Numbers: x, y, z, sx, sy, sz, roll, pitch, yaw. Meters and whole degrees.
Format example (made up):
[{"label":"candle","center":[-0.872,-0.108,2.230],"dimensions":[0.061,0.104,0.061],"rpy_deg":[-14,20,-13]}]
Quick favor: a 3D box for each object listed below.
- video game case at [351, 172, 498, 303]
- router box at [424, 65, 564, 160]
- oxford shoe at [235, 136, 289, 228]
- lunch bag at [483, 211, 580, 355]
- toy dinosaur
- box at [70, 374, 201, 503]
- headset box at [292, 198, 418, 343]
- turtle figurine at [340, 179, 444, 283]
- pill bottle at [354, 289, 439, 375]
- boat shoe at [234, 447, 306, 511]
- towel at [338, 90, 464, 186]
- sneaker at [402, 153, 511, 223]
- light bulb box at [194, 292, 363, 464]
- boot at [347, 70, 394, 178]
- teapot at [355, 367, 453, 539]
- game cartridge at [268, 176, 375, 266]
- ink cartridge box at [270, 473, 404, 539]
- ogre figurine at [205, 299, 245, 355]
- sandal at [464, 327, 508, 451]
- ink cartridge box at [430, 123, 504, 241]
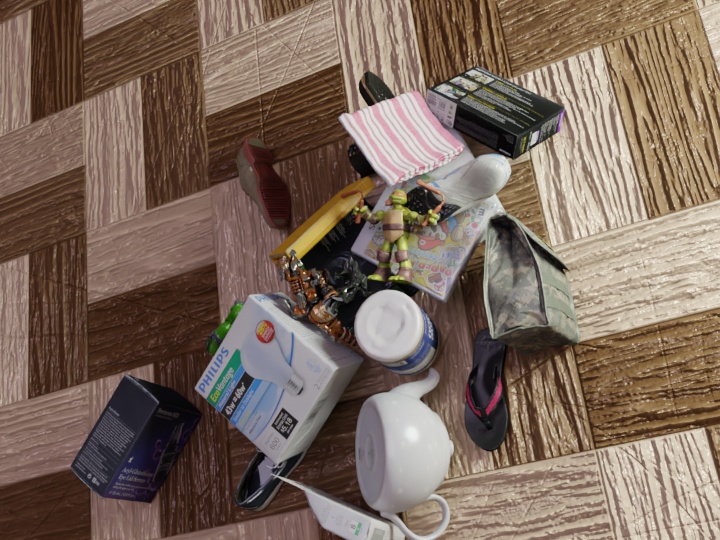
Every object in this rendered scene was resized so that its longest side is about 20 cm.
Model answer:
[{"label":"video game case","center":[0.105,-0.070,1.465],"dimensions":[0.198,0.023,0.184],"rpy_deg":[28,85,27]},{"label":"router box","center":[0.231,-0.277,1.509],"dimensions":[0.199,0.052,0.148],"rpy_deg":[34,47,30]},{"label":"oxford shoe","center":[-0.196,-0.162,1.728],"dimensions":[0.075,0.070,0.203],"rpy_deg":[-39,60,39]},{"label":"lunch bag","center":[0.266,0.016,1.381],"dimensions":[0.116,0.163,0.204],"rpy_deg":[-16,68,25]},{"label":"toy dinosaur","center":[-0.054,0.047,1.448],"dimensions":[0.135,0.201,0.102],"rpy_deg":[-38,25,-10]},{"label":"box","center":[-0.414,0.315,1.621],"dimensions":[0.103,0.148,0.202],"rpy_deg":[30,88,29]},{"label":"headset box","center":[0.000,0.000,1.555],"dimensions":[0.199,0.093,0.175],"rpy_deg":[-39,62,9]},{"label":"turtle figurine","center":[0.050,-0.063,1.433],"dimensions":[0.197,0.064,0.165],"rpy_deg":[5,86,30]},{"label":"pill bottle","center":[0.068,0.109,1.421],"dimensions":[0.109,0.200,0.113],"rpy_deg":[-5,73,16]},{"label":"boat shoe","center":[-0.156,0.331,1.541],"dimensions":[0.075,0.062,0.201],"rpy_deg":[36,91,32]},{"label":"towel","center":[0.070,-0.225,1.442],"dimensions":[0.147,0.198,0.030],"rpy_deg":[52,137,13]},{"label":"sneaker","center":[0.156,-0.130,1.424],"dimensions":[0.197,0.072,0.073],"rpy_deg":[-22,93,28]},{"label":"light bulb box","center":[-0.137,0.174,1.466],"dimensions":[0.199,0.124,0.200],"rpy_deg":[36,103,18]},{"label":"boot","center":[0.014,-0.250,1.569],"dimensions":[0.136,0.201,0.078],"rpy_deg":[-20,40,22]},{"label":"teapot","center":[0.081,0.293,1.395],"dimensions":[0.198,0.143,0.203],"rpy_deg":[-114,31,-56]},{"label":"game cartridge","center":[-0.071,-0.084,1.559],"dimensions":[0.199,0.176,0.033],"rpy_deg":[-42,99,-12]},{"label":"ink cartridge box","center":[-0.040,0.395,1.409],"dimensions":[0.197,0.161,0.051],"rpy_deg":[15,76,28]},{"label":"ogre figurine","center":[-0.194,0.132,1.610],"dimensions":[0.199,0.097,0.122],"rpy_deg":[26,104,45]},{"label":"sandal","center":[0.203,0.191,1.424],"dimensions":[0.074,0.045,0.204],"rpy_deg":[-3,72,24]},{"label":"ink cartridge box","center":[0.153,-0.136,1.529],"dimensions":[0.143,0.084,0.202],"rpy_deg":[-31,63,12]}]
